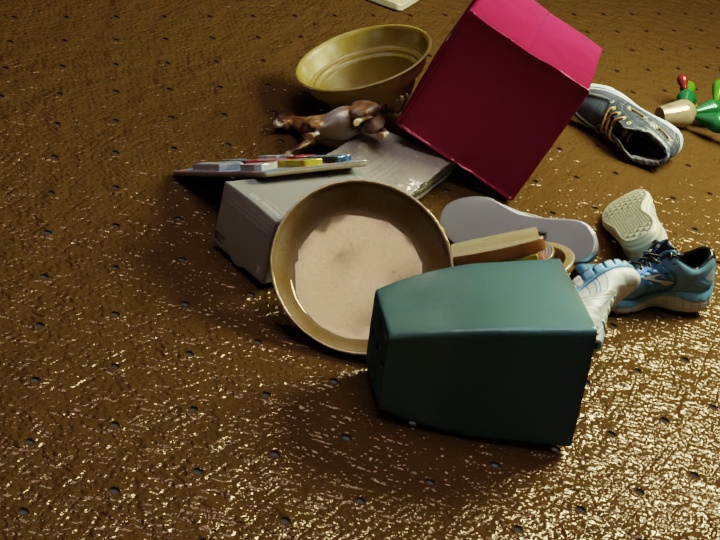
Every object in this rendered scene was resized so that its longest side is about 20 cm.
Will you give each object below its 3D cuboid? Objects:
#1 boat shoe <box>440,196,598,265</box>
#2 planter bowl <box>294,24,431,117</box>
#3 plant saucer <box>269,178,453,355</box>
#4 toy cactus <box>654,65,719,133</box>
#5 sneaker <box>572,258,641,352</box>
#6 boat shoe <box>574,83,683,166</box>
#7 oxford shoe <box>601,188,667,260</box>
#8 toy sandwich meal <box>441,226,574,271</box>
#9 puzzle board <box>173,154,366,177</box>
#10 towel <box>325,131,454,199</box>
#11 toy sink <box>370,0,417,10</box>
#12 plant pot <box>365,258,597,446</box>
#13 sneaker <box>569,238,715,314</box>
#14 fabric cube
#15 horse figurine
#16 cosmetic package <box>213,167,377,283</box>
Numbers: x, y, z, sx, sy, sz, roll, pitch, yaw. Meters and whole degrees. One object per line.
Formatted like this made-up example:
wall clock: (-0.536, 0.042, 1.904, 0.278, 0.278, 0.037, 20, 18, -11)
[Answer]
boat shoe: (0.199, -0.044, 1.764, 0.199, 0.072, 0.068, 8, -9, 16)
planter bowl: (0.012, -0.269, 2.016, 0.199, 0.084, 0.201, -12, 32, 7)
plant saucer: (0.000, 0.000, 1.524, 0.199, 0.035, 0.201, 3, 69, -8)
toy cactus: (0.567, -0.269, 2.337, 0.164, 0.103, 0.200, -9, 44, -21)
sneaker: (0.257, 0.054, 1.615, 0.199, 0.075, 0.087, -23, 54, -31)
boat shoe: (0.398, -0.227, 2.177, 0.199, 0.071, 0.091, 27, 26, 16)
oxford shoe: (0.368, -0.056, 1.882, 0.058, 0.075, 0.200, 53, 13, -17)
toy sandwich meal: (0.149, -0.017, 1.609, 0.204, 0.071, 0.205, -11, 17, 3)
puzzle board: (-0.112, -0.128, 1.709, 0.150, 0.018, 0.199, -9, 9, -38)
towel: (0.033, -0.138, 1.877, 0.132, 0.035, 0.200, 25, 29, 15)
toy sink: (0.017, -0.563, 2.547, 0.199, 0.113, 0.130, 23, 29, 14)
plant pot: (0.112, 0.081, 1.425, 0.199, 0.142, 0.142, 1, 30, -11)
sneaker: (0.348, -0.003, 1.734, 0.199, 0.090, 0.078, -2, 32, -22)
fabric cube: (0.193, -0.255, 1.950, 0.199, 0.197, 0.200, 34, 29, -2)
horse figurine: (-0.026, -0.194, 1.881, 0.199, 0.050, 0.133, -14, 18, 10)
cosmetic package: (-0.058, -0.055, 1.627, 0.199, 0.091, 0.107, -9, 34, -43)
